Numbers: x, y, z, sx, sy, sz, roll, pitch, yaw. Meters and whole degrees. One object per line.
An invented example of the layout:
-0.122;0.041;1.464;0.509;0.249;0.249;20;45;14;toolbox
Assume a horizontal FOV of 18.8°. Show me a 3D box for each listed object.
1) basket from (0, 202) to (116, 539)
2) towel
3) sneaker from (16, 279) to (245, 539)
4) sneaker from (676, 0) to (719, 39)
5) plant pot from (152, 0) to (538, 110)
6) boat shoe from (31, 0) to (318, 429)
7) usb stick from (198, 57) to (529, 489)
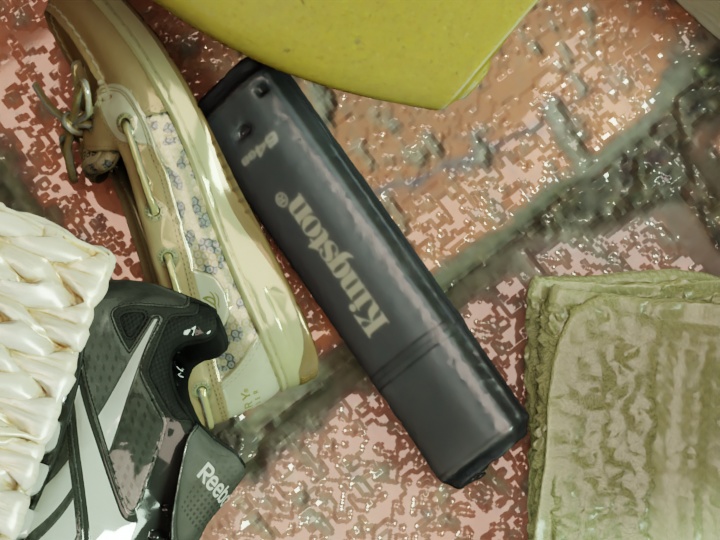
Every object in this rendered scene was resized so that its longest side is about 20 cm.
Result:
-0.209;0.049;0.712;0.199;0.198;0.162;23;68;-13;basket
0.139;0.099;0.913;0.147;0.036;0.201;2;80;-3;towel
-0.091;0.093;0.838;0.090;0.067;0.201;2;70;7;sneaker
0.172;-0.191;0.934;0.200;0.081;0.147;43;88;11;sneaker
0.003;-0.177;0.854;0.200;0.194;0.196;40;108;-3;plant pot
-0.087;-0.033;0.906;0.062;0.073;0.201;-28;84;-9;boat shoe
0.000;0.000;0.916;0.033;0.055;0.201;-28;80;-46;usb stick
